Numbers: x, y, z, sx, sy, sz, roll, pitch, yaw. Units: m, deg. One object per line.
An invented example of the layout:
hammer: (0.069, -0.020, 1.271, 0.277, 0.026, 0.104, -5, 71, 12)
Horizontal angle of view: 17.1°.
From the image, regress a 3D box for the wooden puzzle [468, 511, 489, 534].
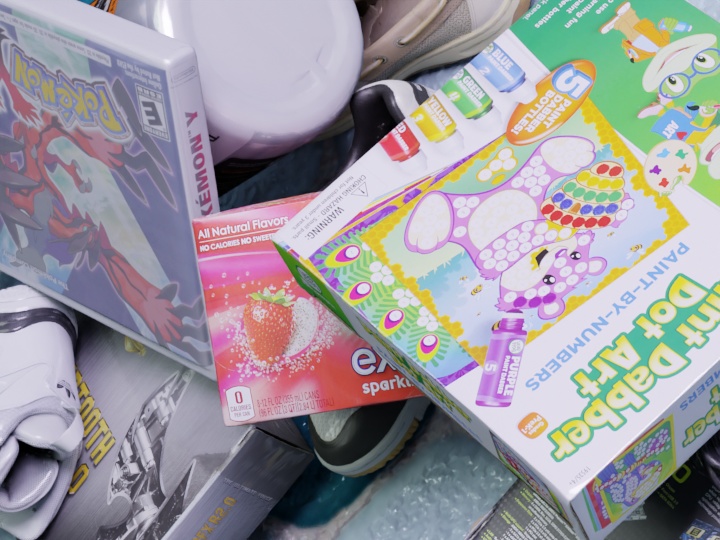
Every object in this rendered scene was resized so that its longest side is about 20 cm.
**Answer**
wooden puzzle: (0.157, 0.155, 1.020, 0.185, 0.046, 0.200, -35, 57, 18)

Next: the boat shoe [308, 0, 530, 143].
boat shoe: (-0.005, -0.125, 1.270, 0.200, 0.065, 0.072, -22, 59, 36)

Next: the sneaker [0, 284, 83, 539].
sneaker: (-0.226, 0.102, 1.277, 0.200, 0.075, 0.115, -37, 43, 13)

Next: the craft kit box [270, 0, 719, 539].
craft kit box: (0.097, -0.017, 0.980, 0.200, 0.049, 0.197, -42, 54, -10)

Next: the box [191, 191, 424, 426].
box: (0.034, 0.005, 1.102, 0.199, 0.095, 0.100, -9, 91, 17)

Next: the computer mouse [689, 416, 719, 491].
computer mouse: (0.210, 0.020, 0.991, 0.199, 0.044, 0.110, -20, 44, -9)

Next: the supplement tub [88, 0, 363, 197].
supplement tub: (-0.096, -0.094, 1.239, 0.200, 0.122, 0.123, -28, 53, 55)

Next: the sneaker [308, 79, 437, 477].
sneaker: (0.000, 0.000, 1.201, 0.075, 0.088, 0.201, 7, 79, 41)

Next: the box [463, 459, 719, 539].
box: (0.132, 0.152, 0.979, 0.160, 0.044, 0.200, -49, 55, 5)

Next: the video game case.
video game case: (-0.143, -0.054, 1.201, 0.200, 0.023, 0.183, 24, 133, 38)

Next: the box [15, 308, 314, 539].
box: (-0.123, 0.091, 1.282, 0.159, 0.048, 0.200, -51, 40, 14)
